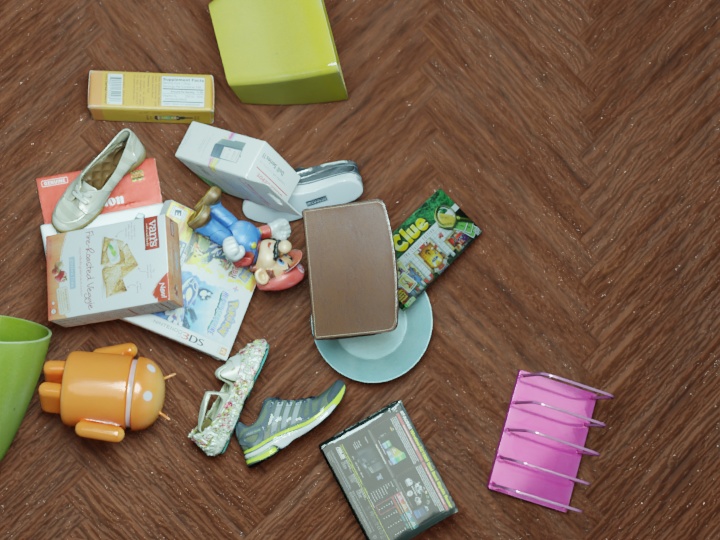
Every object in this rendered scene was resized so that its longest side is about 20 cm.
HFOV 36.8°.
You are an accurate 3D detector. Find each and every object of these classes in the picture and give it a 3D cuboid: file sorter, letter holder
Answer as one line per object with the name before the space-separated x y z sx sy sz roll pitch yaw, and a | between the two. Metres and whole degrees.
file sorter | 0.307 0.274 1.733 0.138 0.125 0.202 18 81 -5
letter holder | 0.000 0.000 1.672 0.141 0.100 0.202 -7 85 17

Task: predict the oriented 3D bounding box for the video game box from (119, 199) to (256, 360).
video game box | -0.259 0.018 1.704 0.181 0.047 0.202 25 80 -25

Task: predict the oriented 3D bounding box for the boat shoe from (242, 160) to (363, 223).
boat shoe | -0.096 -0.135 1.763 0.198 0.072 0.068 -16 51 4

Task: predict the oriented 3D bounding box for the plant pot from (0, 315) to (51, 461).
plant pot | -0.567 0.181 1.615 0.185 0.187 0.202 8 97 -7

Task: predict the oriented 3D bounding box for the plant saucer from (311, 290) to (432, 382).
plant saucer | 0.017 0.081 1.762 0.199 0.039 0.203 1 83 -7

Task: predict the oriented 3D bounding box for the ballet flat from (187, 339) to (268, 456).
ballet flat | -0.208 0.192 1.697 0.064 0.076 0.201 27 79 -22

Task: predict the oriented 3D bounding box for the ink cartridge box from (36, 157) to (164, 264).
ink cartridge box | -0.407 -0.083 1.724 0.198 0.044 0.175 -11 86 -9

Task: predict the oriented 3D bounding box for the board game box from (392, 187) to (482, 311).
board game box | 0.101 -0.036 1.770 0.105 0.023 0.200 44 65 4

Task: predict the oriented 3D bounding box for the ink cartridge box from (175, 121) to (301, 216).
ink cartridge box | -0.175 -0.157 1.678 0.199 0.117 0.068 20 77 34

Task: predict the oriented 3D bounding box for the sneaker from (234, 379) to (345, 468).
sneaker | -0.111 0.226 1.711 0.199 0.074 0.081 -33 85 -12

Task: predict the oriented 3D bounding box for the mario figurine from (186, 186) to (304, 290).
mario figurine | -0.161 -0.051 1.670 0.200 0.106 0.124 38 72 -20

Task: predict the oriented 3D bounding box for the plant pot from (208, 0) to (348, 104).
plant pot | -0.134 -0.368 1.729 0.175 0.200 0.202 -14 85 3

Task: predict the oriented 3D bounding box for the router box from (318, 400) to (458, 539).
router box | 0.043 0.329 1.722 0.149 0.062 0.201 -27 87 -9

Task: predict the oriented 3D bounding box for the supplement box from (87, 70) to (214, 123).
supplement box | -0.335 -0.279 1.746 0.198 0.067 0.069 3 79 -8

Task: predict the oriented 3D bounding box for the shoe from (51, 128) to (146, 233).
shoe | -0.417 -0.143 1.702 0.070 0.054 0.200 30 66 16

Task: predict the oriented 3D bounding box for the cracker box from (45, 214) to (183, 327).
cracker box | -0.370 0.001 1.628 0.198 0.058 0.135 -10 74 11

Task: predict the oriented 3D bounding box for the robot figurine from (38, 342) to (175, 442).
robot figurine | -0.386 0.183 1.656 0.198 0.144 0.118 6 104 -6
